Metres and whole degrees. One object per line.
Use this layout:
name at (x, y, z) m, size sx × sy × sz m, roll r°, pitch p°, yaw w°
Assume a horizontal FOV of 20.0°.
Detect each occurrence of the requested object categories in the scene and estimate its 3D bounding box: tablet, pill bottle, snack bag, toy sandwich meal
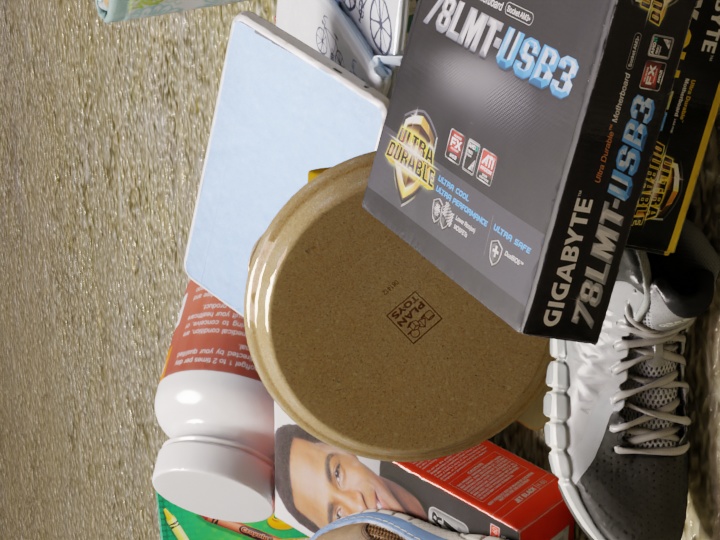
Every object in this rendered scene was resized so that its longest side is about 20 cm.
tablet at (-0.047, -0.048, 1.269) m, size 0.130 × 0.014 × 0.201 m, roll 34°, pitch 129°, yaw 26°
pill bottle at (-0.076, 0.063, 1.385) m, size 0.112 × 0.112 × 0.201 m, roll 121°, pitch 165°, yaw -62°
snack bag at (-0.014, -0.161, 1.268) m, size 0.189 × 0.021 × 0.201 m, roll -124°, pitch 34°, yaw -50°
toy sandwich meal at (0.033, 0.015, 1.155) m, size 0.070 × 0.204 × 0.206 m, roll -104°, pitch 11°, yaw -71°

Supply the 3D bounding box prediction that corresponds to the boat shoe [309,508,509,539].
boat shoe at (0.021, 0.190, 1.208) m, size 0.199 × 0.072 × 0.073 m, roll -6°, pitch 109°, yaw 47°

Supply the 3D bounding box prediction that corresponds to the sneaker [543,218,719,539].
sneaker at (0.143, 0.048, 1.035) m, size 0.115 × 0.075 × 0.201 m, roll 153°, pitch 109°, yaw -67°

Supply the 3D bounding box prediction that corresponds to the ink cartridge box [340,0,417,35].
ink cartridge box at (0.004, -0.168, 1.345) m, size 0.116 × 0.067 × 0.201 m, roll 128°, pitch 131°, yaw -64°

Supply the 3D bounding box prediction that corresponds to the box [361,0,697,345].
box at (0.079, -0.092, 0.981) m, size 0.200 × 0.049 × 0.200 m, roll -137°, pitch 58°, yaw -60°

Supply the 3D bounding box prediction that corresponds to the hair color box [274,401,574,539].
hair color box at (0.036, 0.145, 1.270) m, size 0.199 × 0.061 × 0.102 m, roll 26°, pitch 129°, yaw 35°

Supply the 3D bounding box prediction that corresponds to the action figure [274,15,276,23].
action figure at (-0.017, -0.120, 1.463) m, size 0.200 × 0.051 × 0.066 m, roll -128°, pitch 38°, yaw -50°

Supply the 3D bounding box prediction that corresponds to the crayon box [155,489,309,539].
crayon box at (-0.082, 0.150, 1.550) m, size 0.200 × 0.118 × 0.059 m, roll -76°, pitch -20°, yaw -78°

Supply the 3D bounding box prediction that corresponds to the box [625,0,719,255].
box at (0.114, -0.115, 1.023) m, size 0.200 × 0.049 × 0.160 m, roll 42°, pitch 119°, yaw 61°

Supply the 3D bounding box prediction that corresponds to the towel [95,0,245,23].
towel at (-0.100, -0.266, 1.443) m, size 0.201 × 0.170 × 0.048 m, roll 104°, pitch 149°, yaw -46°
